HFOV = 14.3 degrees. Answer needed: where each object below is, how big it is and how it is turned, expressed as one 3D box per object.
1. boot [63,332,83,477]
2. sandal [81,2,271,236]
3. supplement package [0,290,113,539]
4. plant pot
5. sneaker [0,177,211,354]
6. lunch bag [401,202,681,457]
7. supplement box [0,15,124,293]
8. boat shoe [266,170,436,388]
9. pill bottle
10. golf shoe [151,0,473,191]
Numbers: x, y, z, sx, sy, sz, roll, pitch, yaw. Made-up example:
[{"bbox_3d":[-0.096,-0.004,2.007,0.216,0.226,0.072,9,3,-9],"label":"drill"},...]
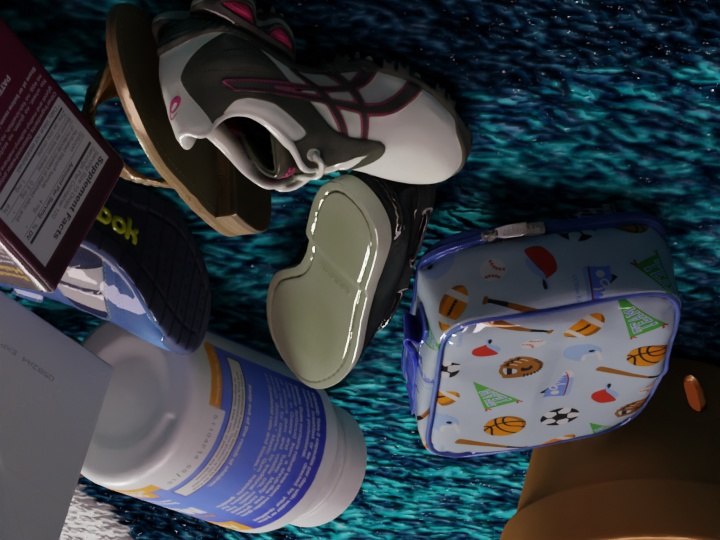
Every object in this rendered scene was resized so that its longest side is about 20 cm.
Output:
[{"bbox_3d":[-0.210,0.095,1.851,0.200,0.073,0.166,-18,158,30],"label":"boot"},{"bbox_3d":[-0.117,-0.067,1.512,0.069,0.078,0.212,-10,155,18],"label":"sandal"},{"bbox_3d":[-0.279,0.099,1.658,0.200,0.151,0.152,-12,142,43],"label":"supplement package"},{"bbox_3d":[0.184,0.145,1.810,0.199,0.140,0.200,1,152,1],"label":"plant pot"},{"bbox_3d":[-0.162,-0.015,1.621,0.082,0.074,0.200,-16,139,34],"label":"sneaker"},{"bbox_3d":[0.098,0.036,1.660,0.160,0.076,0.200,-8,151,-7],"label":"lunch bag"},{"bbox_3d":[-0.222,-0.084,1.417,0.110,0.086,0.200,9,150,38],"label":"supplement box"},{"bbox_3d":[-0.002,-0.002,1.637,0.066,0.075,0.200,-32,157,-29],"label":"boat shoe"},{"bbox_3d":[-0.085,0.100,1.766,0.112,0.112,0.200,-16,155,31],"label":"pill bottle"},{"bbox_3d":[-0.026,-0.073,1.484,0.200,0.088,0.077,22,145,-34],"label":"golf shoe"}]
